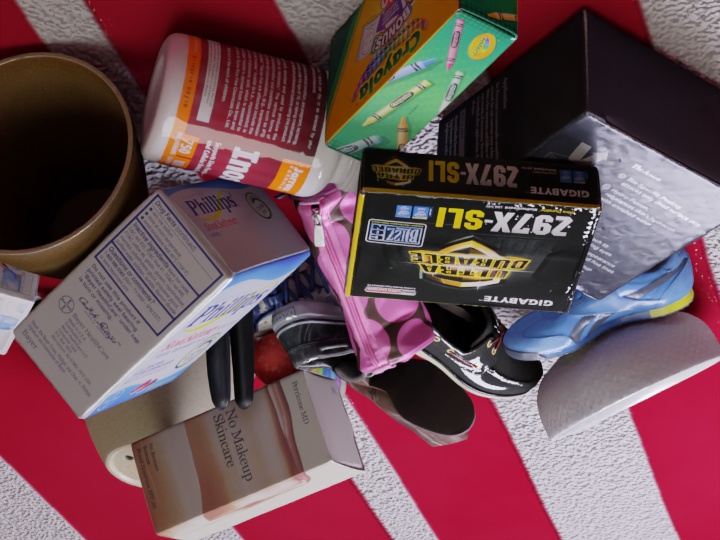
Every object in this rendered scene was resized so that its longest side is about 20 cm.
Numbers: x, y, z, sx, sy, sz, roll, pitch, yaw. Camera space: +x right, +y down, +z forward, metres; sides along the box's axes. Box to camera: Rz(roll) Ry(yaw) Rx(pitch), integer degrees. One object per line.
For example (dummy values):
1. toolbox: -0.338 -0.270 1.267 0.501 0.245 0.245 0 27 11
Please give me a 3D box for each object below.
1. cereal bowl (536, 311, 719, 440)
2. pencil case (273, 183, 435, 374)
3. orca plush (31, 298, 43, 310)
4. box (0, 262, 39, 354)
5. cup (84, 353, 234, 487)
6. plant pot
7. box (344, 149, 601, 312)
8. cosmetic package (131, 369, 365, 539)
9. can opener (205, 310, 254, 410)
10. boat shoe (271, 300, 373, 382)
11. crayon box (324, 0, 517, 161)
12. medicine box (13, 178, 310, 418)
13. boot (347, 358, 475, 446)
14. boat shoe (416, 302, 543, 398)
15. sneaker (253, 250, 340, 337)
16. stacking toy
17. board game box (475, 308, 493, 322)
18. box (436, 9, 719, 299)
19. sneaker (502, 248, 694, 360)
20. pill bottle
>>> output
1. cereal bowl: 0.263 0.095 1.843 0.200 0.083 0.200 -25 169 -5
2. pencil case: 0.000 0.000 1.680 0.091 0.094 0.200 -18 109 18
3. orca plush: -0.258 0.021 1.816 0.200 0.071 0.105 -19 140 28
4. box: -0.418 -0.009 1.756 0.200 0.101 0.112 16 143 -18
5. cup: -0.214 0.147 1.934 0.200 0.143 0.200 2 146 1
6. plant pot: -0.265 -0.068 1.622 0.186 0.186 0.200 -4 160 9
7. box: 0.092 -0.031 1.536 0.200 0.049 0.160 5 144 -3
8. cosmetic package: -0.111 0.183 1.782 0.200 0.103 0.087 -25 160 15
9. can opener: -0.128 0.034 1.736 0.063 0.200 0.079 -7 173 -32
10. boat shoe: -0.012 0.077 1.777 0.072 0.071 0.200 -28 158 36
11. crayon box: 0.047 -0.186 1.456 0.058 0.119 0.200 21 141 -25
12. medicine box: -0.172 0.018 1.602 0.200 0.103 0.182 -41 173 20
13. boot: 0.080 0.153 1.921 0.186 0.064 0.200 30 170 35
14. boat shoe: 0.110 0.069 1.799 0.201 0.074 0.063 31 144 -29
15. sneaker: -0.070 0.027 1.783 0.200 0.075 0.088 -27 177 34
16. stacking toy: -0.068 0.105 1.854 0.085 0.085 0.200 -2 169 7
17. board game box: 0.085 -0.006 1.788 0.134 0.034 0.200 15 143 -17
18. box: 0.202 -0.094 1.581 0.197 0.117 0.200 25 141 -29
19. sneaker: 0.227 0.023 1.772 0.200 0.066 0.078 -21 123 0
20. pill bottle: -0.080 -0.127 1.555 0.200 0.113 0.113 12 144 -14
